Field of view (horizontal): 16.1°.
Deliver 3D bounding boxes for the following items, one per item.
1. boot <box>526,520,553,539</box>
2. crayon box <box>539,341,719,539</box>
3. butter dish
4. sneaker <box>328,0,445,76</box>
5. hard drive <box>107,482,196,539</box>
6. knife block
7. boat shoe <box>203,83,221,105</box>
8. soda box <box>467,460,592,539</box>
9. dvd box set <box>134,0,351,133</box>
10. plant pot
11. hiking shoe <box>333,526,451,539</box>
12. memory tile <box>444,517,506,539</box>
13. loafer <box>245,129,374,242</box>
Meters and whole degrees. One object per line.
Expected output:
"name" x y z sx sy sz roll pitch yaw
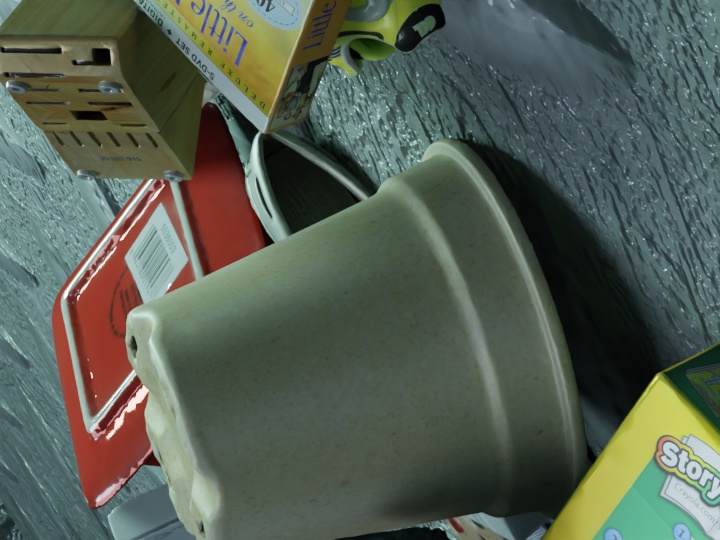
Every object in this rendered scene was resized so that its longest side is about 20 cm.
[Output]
"boot" 0.117 0.176 1.400 0.200 0.090 0.073 25 145 55
"crayon box" 0.175 0.163 1.140 0.200 0.058 0.173 47 129 21
"butter dish" -0.084 0.037 1.565 0.147 0.200 0.200 23 -150 -31
"sneaker" -0.023 -0.125 1.210 0.077 0.075 0.200 58 165 -9
"hard drive" -0.051 0.139 1.590 0.200 0.132 0.027 13 -127 -63
"knife block" -0.115 -0.141 1.265 0.200 0.064 0.176 59 -146 -68
"boat shoe" -0.121 -0.108 1.481 0.071 0.069 0.200 42 150 3
"soda box" 0.053 0.090 1.466 0.068 0.063 0.200 60 163 -23
"dvd box set" -0.050 -0.179 1.105 0.146 0.029 0.200 47 137 23
"plant pot" -0.011 0.057 1.262 0.200 0.183 0.201 162 90 -78
"hiking shoe" 0.041 0.177 1.243 0.200 0.074 0.087 18 -114 -59
"memory tile" 0.112 0.188 1.588 0.153 0.017 0.200 53 164 2
"loafer" 0.000 0.000 1.416 0.200 0.070 0.070 47 171 23
